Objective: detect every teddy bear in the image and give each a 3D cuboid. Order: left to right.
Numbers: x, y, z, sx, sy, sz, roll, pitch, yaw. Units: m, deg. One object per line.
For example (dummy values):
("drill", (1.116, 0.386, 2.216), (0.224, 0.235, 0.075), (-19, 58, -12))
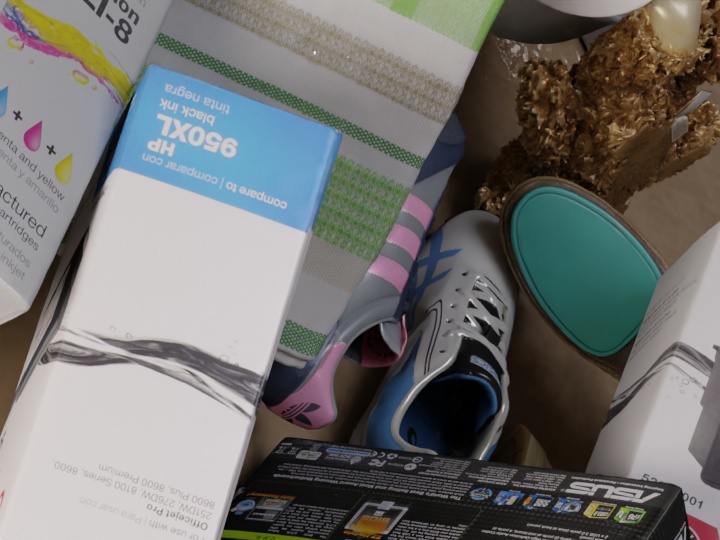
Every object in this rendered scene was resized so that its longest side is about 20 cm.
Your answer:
("teddy bear", (0.131, -0.085, 1.439), (0.145, 0.200, 0.067), (-21, 63, -29))

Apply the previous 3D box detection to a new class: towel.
("towel", (-0.041, -0.074, 1.221), (0.149, 0.200, 0.031), (26, 9, -13))

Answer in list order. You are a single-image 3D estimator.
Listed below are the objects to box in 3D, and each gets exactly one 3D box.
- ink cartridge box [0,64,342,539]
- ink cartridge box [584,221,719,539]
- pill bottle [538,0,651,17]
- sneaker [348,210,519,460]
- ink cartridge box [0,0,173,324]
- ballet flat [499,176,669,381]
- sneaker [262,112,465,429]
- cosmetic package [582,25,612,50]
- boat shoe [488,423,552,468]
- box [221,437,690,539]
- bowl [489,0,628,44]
("ink cartridge box", (-0.087, 0.041, 1.113), (0.084, 0.145, 0.200), (20, 70, -9))
("ink cartridge box", (0.187, 0.097, 1.323), (0.145, 0.083, 0.200), (26, 61, -4))
("pill bottle", (0.126, -0.213, 1.368), (0.120, 0.120, 0.200), (49, 37, -23))
("sneaker", (0.049, 0.045, 1.373), (0.072, 0.072, 0.200), (45, 43, -24))
("ink cartridge box", (-0.187, -0.079, 1.097), (0.145, 0.145, 0.200), (45, 43, -26))
("ballet flat", (0.145, 0.024, 1.437), (0.200, 0.068, 0.072), (39, 8, -9))
("sneaker", (0.000, 0.000, 1.339), (0.082, 0.070, 0.200), (53, 49, -9))
("cosmetic package", (0.143, -0.231, 1.588), (0.071, 0.101, 0.200), (-29, 95, -50))
("boat shoe", (0.063, 0.160, 1.336), (0.065, 0.071, 0.200), (48, 42, -23))
("box", (0.013, 0.145, 1.185), (0.193, 0.200, 0.048), (-50, 137, -48))
("bowl", (0.062, -0.191, 1.467), (0.201, 0.090, 0.201), (36, 35, -30))
